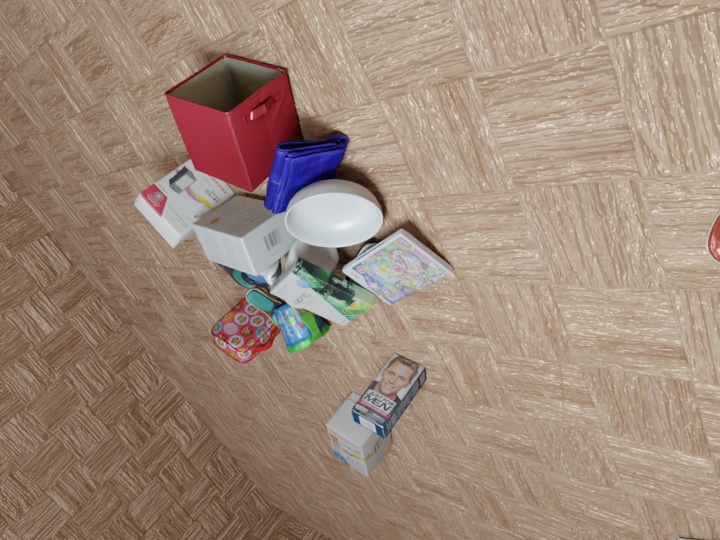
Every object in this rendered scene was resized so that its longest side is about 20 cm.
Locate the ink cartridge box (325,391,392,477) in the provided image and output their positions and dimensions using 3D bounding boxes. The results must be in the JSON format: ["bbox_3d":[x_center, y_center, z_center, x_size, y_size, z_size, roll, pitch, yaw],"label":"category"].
[{"bbox_3d":[-0.001,0.525,1.843,0.147,0.145,0.201,24,142,29],"label":"ink cartridge box"}]

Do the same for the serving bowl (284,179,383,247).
[{"bbox_3d":[-0.054,-0.125,1.172,0.198,0.066,0.200,-2,153,-1],"label":"serving bowl"}]

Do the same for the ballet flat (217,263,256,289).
[{"bbox_3d":[-0.367,-0.002,1.721,0.200,0.068,0.069,40,159,24],"label":"ballet flat"}]

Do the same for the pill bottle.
[{"bbox_3d":[-0.128,0.009,1.377,0.114,0.114,0.200,39,147,6],"label":"pill bottle"}]

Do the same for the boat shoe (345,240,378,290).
[{"bbox_3d":[0.000,0.000,1.311,0.061,0.075,0.201,-111,30,-41],"label":"boat shoe"}]

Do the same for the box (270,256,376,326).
[{"bbox_3d":[-0.085,0.052,1.287,0.199,0.037,0.144,25,146,-20],"label":"box"}]

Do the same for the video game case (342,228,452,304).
[{"bbox_3d":[0.074,-0.002,1.203,0.143,0.018,0.200,35,141,-21],"label":"video game case"}]

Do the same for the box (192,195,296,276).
[{"bbox_3d":[-0.275,-0.089,1.386,0.199,0.152,0.107,16,134,40],"label":"box"}]

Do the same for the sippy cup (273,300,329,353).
[{"bbox_3d":[-0.175,0.142,1.620,0.177,0.140,0.131,-25,100,31],"label":"sippy cup"}]

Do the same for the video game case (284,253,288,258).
[{"bbox_3d":[-0.172,-0.086,1.443,0.200,0.023,0.182,48,147,-6],"label":"video game case"}]

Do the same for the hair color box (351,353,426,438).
[{"bbox_3d":[0.074,0.315,1.466,0.100,0.200,0.061,22,143,29],"label":"hair color box"}]

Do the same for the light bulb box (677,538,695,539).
[{"bbox_3d":[0.780,0.671,1.174,0.198,0.125,0.200,48,147,-8],"label":"light bulb box"}]

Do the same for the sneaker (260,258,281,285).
[{"bbox_3d":[-0.243,-0.014,1.423,0.200,0.086,0.075,-131,43,-61],"label":"sneaker"}]

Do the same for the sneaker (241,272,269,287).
[{"bbox_3d":[-0.323,-0.029,1.618,0.200,0.077,0.111,38,136,-3],"label":"sneaker"}]

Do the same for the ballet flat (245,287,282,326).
[{"bbox_3d":[-0.262,0.113,1.733,0.200,0.070,0.069,43,149,-20],"label":"ballet flat"}]

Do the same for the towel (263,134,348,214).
[{"bbox_3d":[-0.111,-0.185,1.149,0.050,0.147,0.200,68,155,20],"label":"towel"}]

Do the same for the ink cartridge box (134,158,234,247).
[{"bbox_3d":[-0.445,-0.180,1.467,0.148,0.200,0.086,48,147,-8],"label":"ink cartridge box"}]

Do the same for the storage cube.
[{"bbox_3d":[-0.243,-0.295,1.143,0.199,0.171,0.181,23,144,29],"label":"storage cube"}]

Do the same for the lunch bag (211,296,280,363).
[{"bbox_3d":[-0.338,0.184,1.772,0.176,0.200,0.082,30,141,21],"label":"lunch bag"}]

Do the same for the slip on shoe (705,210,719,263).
[{"bbox_3d":[0.493,-0.068,0.698,0.074,0.061,0.200,35,148,10],"label":"slip on shoe"}]
